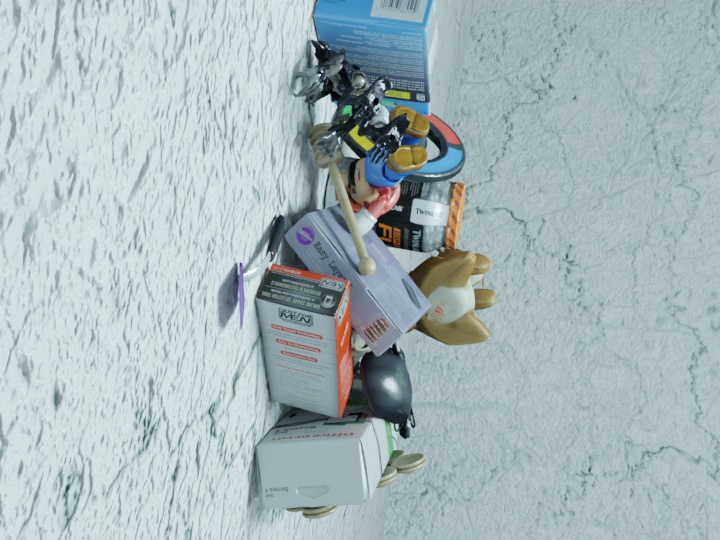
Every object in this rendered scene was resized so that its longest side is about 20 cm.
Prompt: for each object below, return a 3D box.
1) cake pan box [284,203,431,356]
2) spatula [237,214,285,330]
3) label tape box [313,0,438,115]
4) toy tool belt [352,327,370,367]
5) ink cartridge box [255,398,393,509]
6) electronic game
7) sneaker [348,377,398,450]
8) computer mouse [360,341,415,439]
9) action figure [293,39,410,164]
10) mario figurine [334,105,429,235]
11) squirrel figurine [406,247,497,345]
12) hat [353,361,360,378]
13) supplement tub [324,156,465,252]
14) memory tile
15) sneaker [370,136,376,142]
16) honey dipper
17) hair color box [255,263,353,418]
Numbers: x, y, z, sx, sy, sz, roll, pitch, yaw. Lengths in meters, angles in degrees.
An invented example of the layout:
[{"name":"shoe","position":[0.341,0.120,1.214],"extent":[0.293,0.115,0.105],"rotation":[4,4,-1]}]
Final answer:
[{"name":"cake pan box","position":[0.000,0.000,1.162],"extent":[0.052,0.201,0.184],"rotation":[-39,179,16]},{"name":"spatula","position":[-0.108,-0.008,0.971],"extent":[0.201,0.020,0.057],"rotation":[-68,163,-57]},{"name":"label tape box","position":[0.026,-0.284,1.157],"extent":[0.200,0.141,0.067],"rotation":[74,28,-69]},{"name":"toy tool belt","position":[-0.017,0.032,1.273],"extent":[0.124,0.123,0.202],"rotation":[101,3,-52]},{"name":"ink cartridge box","position":[-0.043,0.239,1.196],"extent":[0.200,0.143,0.086],"rotation":[-33,116,-78]},{"name":"electronic game","position":[0.060,-0.193,1.295],"extent":[0.201,0.197,0.042],"rotation":[-68,-179,-53]},{"name":"sneaker","position":[0.009,0.215,1.362],"extent":[0.201,0.072,0.072],"rotation":[69,20,-46]},{"name":"computer mouse","position":[0.049,0.156,1.234],"extent":[0.200,0.052,0.141],"rotation":[39,39,-71]},{"name":"action figure","position":[-0.026,-0.201,1.058],"extent":[0.120,0.101,0.200],"rotation":[58,-7,-35]},{"name":"mario figurine","position":[0.012,-0.127,1.131],"extent":[0.124,0.106,0.200],"rotation":[-48,-179,-27]},{"name":"squirrel figurine","position":[0.113,0.024,1.398],"extent":[0.187,0.197,0.143],"rotation":[-70,140,-65]},{"name":"hat","position":[-0.032,0.126,1.404],"extent":[0.200,0.080,0.204],"rotation":[14,90,-73]},{"name":"supplement tub","position":[0.053,-0.096,1.329],"extent":[0.122,0.196,0.125],"rotation":[9,90,-80]},{"name":"memory tile","position":[-0.018,0.289,1.231],"extent":[0.152,0.198,0.017],"rotation":[-9,-82,58]},{"name":"sneaker","position":[0.031,-0.239,1.461],"extent":[0.200,0.072,0.081],"rotation":[-40,140,-76]},{"name":"honey dipper","position":[-0.020,-0.087,1.102],"extent":[0.038,0.037,0.203],"rotation":[70,1,-72]},{"name":"hair color box","position":[-0.064,0.090,1.089],"extent":[0.202,0.100,0.062],"rotation":[90,17,-48]}]
